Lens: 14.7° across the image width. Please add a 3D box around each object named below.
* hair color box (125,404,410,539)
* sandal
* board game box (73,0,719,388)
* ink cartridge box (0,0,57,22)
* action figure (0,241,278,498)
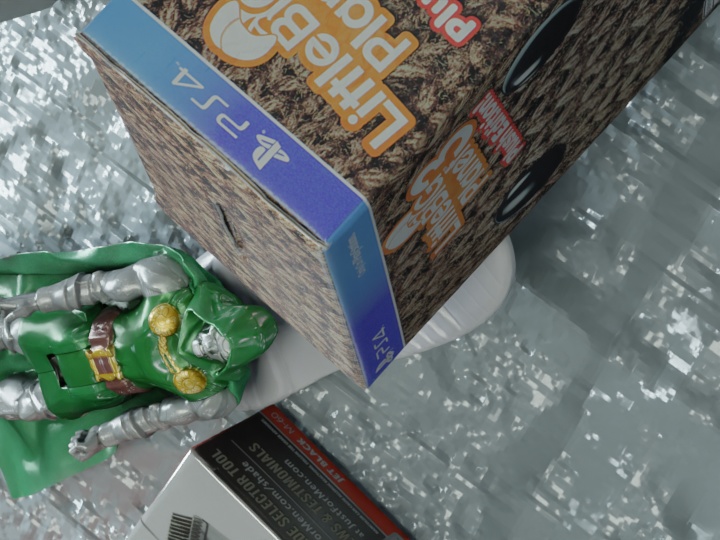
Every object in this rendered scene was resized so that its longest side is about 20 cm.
[{"bbox_3d":[-0.060,0.163,1.087,0.111,0.064,0.200,44,123,12],"label":"hair color box"},{"bbox_3d":[-0.005,-0.007,1.009,0.079,0.059,0.206,57,145,-6],"label":"sandal"},{"bbox_3d":[0.027,-0.085,0.849,0.097,0.160,0.200,41,81,14],"label":"board game box"},{"bbox_3d":[-0.162,-0.169,0.965,0.144,0.200,0.148,-36,85,33],"label":"ink cartridge box"},{"bbox_3d":[-0.103,0.032,1.059,0.199,0.055,0.119,-11,110,45],"label":"action figure"}]
